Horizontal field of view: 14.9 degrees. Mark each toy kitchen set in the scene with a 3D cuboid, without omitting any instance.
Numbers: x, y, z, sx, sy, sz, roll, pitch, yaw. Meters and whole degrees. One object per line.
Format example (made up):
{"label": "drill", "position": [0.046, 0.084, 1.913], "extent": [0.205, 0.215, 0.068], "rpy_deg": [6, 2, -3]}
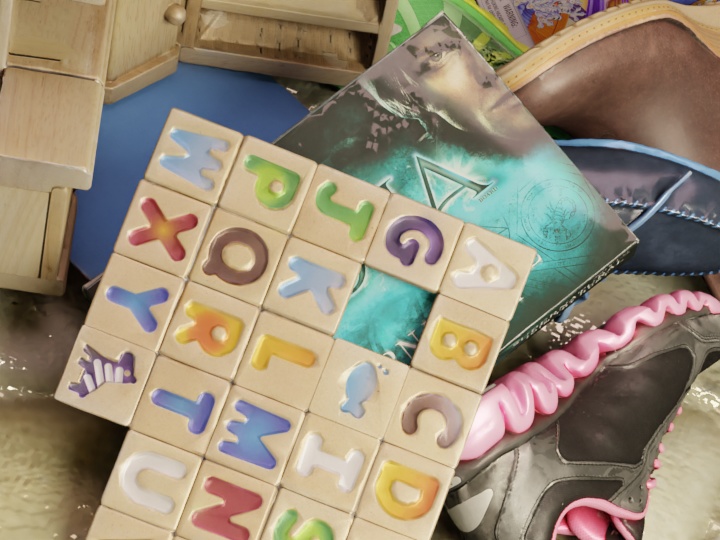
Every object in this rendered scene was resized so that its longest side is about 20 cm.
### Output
{"label": "toy kitchen set", "position": [-0.068, -0.109, 1.202], "extent": [0.179, 0.164, 0.201], "rpy_deg": [8, 46, -5]}

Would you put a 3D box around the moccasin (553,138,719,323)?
{"label": "moccasin", "position": [0.076, -0.015, 1.232], "extent": [0.199, 0.081, 0.068], "rpy_deg": [5, 51, 0]}

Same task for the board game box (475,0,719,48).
{"label": "board game box", "position": [0.114, -0.185, 1.458], "extent": [0.134, 0.045, 0.201], "rpy_deg": [-23, 50, 2]}

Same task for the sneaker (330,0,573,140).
{"label": "sneaker", "position": [0.048, -0.083, 1.349], "extent": [0.199, 0.074, 0.084], "rpy_deg": [27, 38, 5]}

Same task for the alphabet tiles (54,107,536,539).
{"label": "alphabet tiles", "position": [-0.037, 0.052, 1.134], "extent": [0.166, 0.008, 0.201], "rpy_deg": [21, 77, 0]}

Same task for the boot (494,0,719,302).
{"label": "boot", "position": [0.156, -0.043, 1.306], "extent": [0.199, 0.072, 0.167], "rpy_deg": [-13, 79, -45]}

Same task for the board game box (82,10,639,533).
{"label": "board game box", "position": [0.000, 0.000, 1.172], "extent": [0.200, 0.028, 0.135], "rpy_deg": [-38, 78, -10]}

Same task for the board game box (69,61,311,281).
{"label": "board game box", "position": [-0.063, -0.012, 1.257], "extent": [0.158, 0.039, 0.200], "rpy_deg": [-30, 60, -35]}

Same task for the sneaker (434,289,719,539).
{"label": "sneaker", "position": [0.105, 0.077, 1.222], "extent": [0.200, 0.079, 0.096], "rpy_deg": [-27, 82, -40]}
